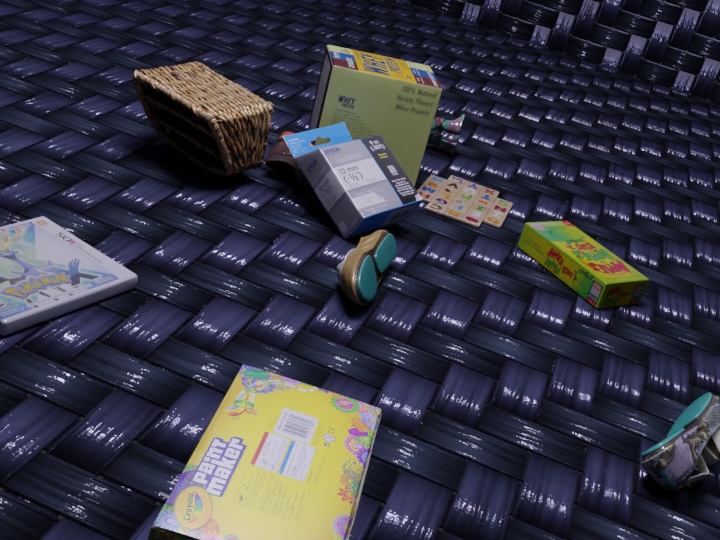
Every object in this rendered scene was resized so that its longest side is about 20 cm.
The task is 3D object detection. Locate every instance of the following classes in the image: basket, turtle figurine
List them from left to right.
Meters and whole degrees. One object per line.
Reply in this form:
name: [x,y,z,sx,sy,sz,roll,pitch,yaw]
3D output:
basket: [-0.264,-0.233,1.524,0.199,0.144,0.149,32,33,25]
turtle figurine: [0.108,-0.304,1.922,0.199,0.101,0.150,20,-14,5]

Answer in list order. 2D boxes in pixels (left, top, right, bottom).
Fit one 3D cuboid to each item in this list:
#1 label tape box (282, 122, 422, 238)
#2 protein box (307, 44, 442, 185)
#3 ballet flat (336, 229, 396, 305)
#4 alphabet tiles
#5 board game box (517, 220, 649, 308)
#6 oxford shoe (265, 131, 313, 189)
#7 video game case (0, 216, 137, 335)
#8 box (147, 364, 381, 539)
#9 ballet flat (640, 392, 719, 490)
label tape box: [-0.012,-0.162,1.507,0.143,0.066,0.201,-19,74,-43]
protein box: [0.017,-0.269,1.680,0.197,0.201,0.135,9,27,-12]
ballet flat: [0.000,0.000,1.328,0.063,0.069,0.200,-7,18,19]
alphabet tiles: [0.189,-0.128,1.721,0.165,0.006,0.200,21,27,10]
board game box: [0.361,-0.014,1.546,0.101,0.048,0.200,-4,32,-34]
oxford shoe: [-0.068,-0.153,1.586,0.199,0.071,0.073,30,63,12]
video game case: [-0.402,-0.001,1.134,0.182,0.022,0.200,29,29,24]
box: [-0.078,0.215,0.702,0.121,0.194,0.200,17,26,3]
ballet flat: [0.395,0.210,1.129,0.072,0.072,0.200,30,30,27]
